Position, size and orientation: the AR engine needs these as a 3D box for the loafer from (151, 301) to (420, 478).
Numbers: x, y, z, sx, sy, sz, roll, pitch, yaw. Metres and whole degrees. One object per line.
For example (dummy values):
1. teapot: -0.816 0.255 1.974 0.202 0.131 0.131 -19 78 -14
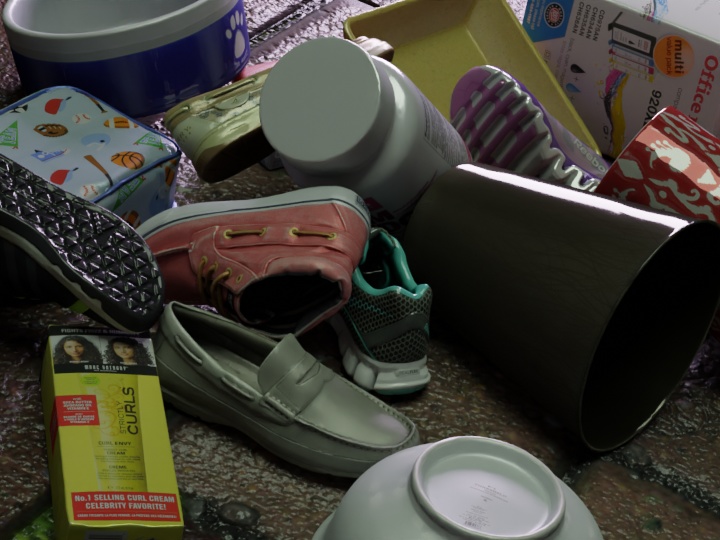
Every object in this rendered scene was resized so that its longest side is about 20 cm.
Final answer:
1. loafer: -0.052 0.079 1.253 0.199 0.070 0.070 19 34 14

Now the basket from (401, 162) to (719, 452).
1. basket: 0.136 0.009 1.364 0.199 0.181 0.136 28 -5 38

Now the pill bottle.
1. pill bottle: 0.005 -0.093 1.403 0.113 0.114 0.200 31 -3 27

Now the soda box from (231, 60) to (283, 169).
1. soda box: -0.018 -0.149 1.622 0.199 0.064 0.070 -19 43 -38

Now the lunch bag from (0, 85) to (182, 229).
1. lunch bag: -0.239 -0.065 1.414 0.159 0.076 0.200 26 36 25

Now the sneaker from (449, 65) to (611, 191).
1. sneaker: 0.155 -0.087 1.533 0.200 0.080 0.088 48 32 1

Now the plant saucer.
1. plant saucer: 0.087 -0.139 1.593 0.199 0.048 0.201 -24 80 -44

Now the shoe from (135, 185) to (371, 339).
1. shoe: -0.091 0.002 1.312 0.198 0.072 0.091 -12 36 20

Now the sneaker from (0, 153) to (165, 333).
1. sneaker: -0.220 -0.011 1.281 0.199 0.083 0.072 35 40 11

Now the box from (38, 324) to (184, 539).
1. box: -0.160 0.113 1.188 0.075 0.050 0.201 4 34 -15

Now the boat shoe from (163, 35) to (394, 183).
1. boat shoe: -0.059 -0.139 1.453 0.199 0.073 0.063 -30 69 -32

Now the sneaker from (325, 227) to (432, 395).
1. sneaker: 0.000 0.000 1.374 0.077 0.092 0.200 -9 38 -31

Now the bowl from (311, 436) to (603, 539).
1. bowl: 0.069 0.166 1.148 0.199 0.091 0.202 8 32 -5

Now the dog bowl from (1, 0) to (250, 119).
1. dog bowl: -0.194 -0.201 1.573 0.198 0.079 0.201 -8 29 5

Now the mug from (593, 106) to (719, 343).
1. mug: 0.275 -0.012 1.429 0.200 0.178 0.134 40 74 11

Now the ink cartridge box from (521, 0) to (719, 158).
1. ink cartridge box: 0.257 -0.193 1.701 0.199 0.148 0.145 24 35 19
